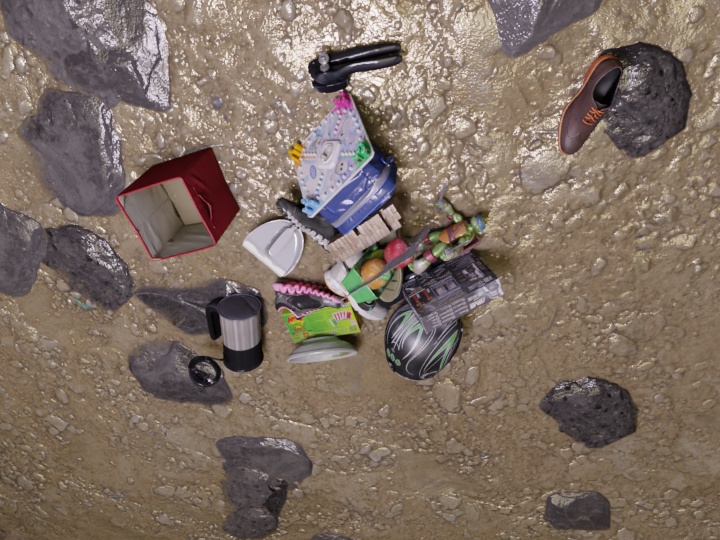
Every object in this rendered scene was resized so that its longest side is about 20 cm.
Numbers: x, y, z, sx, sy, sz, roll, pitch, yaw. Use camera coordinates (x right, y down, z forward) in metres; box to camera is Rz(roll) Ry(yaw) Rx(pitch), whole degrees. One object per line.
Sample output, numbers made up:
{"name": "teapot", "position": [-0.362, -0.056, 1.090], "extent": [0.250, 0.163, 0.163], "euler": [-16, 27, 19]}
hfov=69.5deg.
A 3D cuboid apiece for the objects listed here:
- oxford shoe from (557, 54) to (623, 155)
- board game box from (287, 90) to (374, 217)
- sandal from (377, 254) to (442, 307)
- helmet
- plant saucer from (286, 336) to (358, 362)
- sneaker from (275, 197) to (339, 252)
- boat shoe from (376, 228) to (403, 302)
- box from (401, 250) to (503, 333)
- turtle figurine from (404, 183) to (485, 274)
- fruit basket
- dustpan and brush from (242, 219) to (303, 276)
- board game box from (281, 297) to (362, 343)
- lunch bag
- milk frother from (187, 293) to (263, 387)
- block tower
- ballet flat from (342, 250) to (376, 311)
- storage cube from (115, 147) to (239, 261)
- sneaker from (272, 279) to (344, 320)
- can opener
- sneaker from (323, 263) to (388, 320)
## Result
{"name": "oxford shoe", "position": [0.449, -0.316, 1.025], "extent": [0.070, 0.073, 0.202], "euler": [13, 124, -1]}
{"name": "board game box", "position": [-0.071, -0.245, 1.084], "extent": [0.026, 0.202, 0.200], "euler": [21, 130, -42]}
{"name": "sandal", "position": [0.127, 0.032, 1.296], "extent": [0.199, 0.043, 0.076], "euler": [-38, 113, 10]}
{"name": "helmet", "position": [0.157, 0.159, 1.304], "extent": [0.197, 0.201, 0.193], "euler": [15, 126, -1]}
{"name": "plant saucer", "position": [-0.105, 0.215, 1.426], "extent": [0.197, 0.051, 0.200], "euler": [-7, 165, -2]}
{"name": "sneaker", "position": [-0.113, -0.127, 1.219], "extent": [0.091, 0.066, 0.200], "euler": [-51, 131, 1]}
{"name": "boat shoe", "position": [0.076, -0.027, 1.246], "extent": [0.074, 0.068, 0.203], "euler": [9, 110, 23]}
{"name": "box", "position": [0.208, 0.043, 1.207], "extent": [0.198, 0.158, 0.050], "euler": [-27, 121, -1]}
{"name": "turtle figurine", "position": [0.174, -0.087, 1.178], "extent": [0.193, 0.199, 0.145], "euler": [-32, 79, 30]}
{"name": "fruit basket", "position": [0.062, -0.012, 1.112], "extent": [0.198, 0.185, 0.094], "euler": [-27, 102, 30]}
{"name": "dustpan and brush", "position": [-0.176, -0.093, 1.271], "extent": [0.139, 0.057, 0.201], "euler": [41, 90, -20]}
{"name": "board game box", "position": [-0.104, 0.130, 1.414], "extent": [0.197, 0.048, 0.103], "euler": [-12, 120, 15]}
{"name": "lunch bag", "position": [-0.004, -0.187, 1.140], "extent": [0.132, 0.137, 0.199], "euler": [39, 122, -20]}
{"name": "milk frother", "position": [-0.366, 0.191, 1.405], "extent": [0.178, 0.201, 0.190], "euler": [9, 124, 8]}
{"name": "block tower", "position": [0.011, -0.087, 1.175], "extent": [0.199, 0.058, 0.054], "euler": [-30, 106, 26]}
{"name": "ballet flat", "position": [0.000, 0.000, 1.261], "extent": [0.067, 0.068, 0.203], "euler": [-21, 93, -11]}
{"name": "storage cube", "position": [-0.410, -0.154, 1.200], "extent": [0.197, 0.181, 0.173], "euler": [-13, 120, 15]}
{"name": "sneaker", "position": [-0.138, 0.085, 1.353], "extent": [0.197, 0.079, 0.097], "euler": [10, 98, 15]}
{"name": "can opener", "position": [-0.012, -0.420, 1.048], "extent": [0.197, 0.079, 0.064], "euler": [-14, 81, 13]}
{"name": "sneaker", "position": [0.005, 0.048, 1.331], "extent": [0.199, 0.076, 0.092], "euler": [38, 116, -17]}
